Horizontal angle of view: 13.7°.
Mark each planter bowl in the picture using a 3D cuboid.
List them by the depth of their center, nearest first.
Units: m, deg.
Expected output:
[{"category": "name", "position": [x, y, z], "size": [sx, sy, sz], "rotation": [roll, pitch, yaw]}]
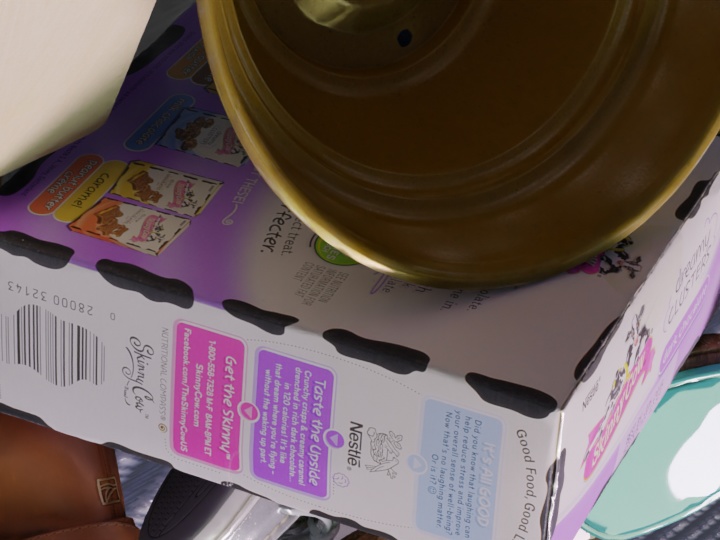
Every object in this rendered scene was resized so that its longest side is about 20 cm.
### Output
[{"category": "planter bowl", "position": [0.020, -0.099, 0.894], "size": [0.200, 0.201, 0.083], "rotation": [-19, -163, -27]}]

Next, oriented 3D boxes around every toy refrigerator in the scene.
[{"category": "toy refrigerator", "position": [-0.099, -0.097, 0.822], "size": [0.076, 0.070, 0.200], "rotation": [-27, 166, -25]}]

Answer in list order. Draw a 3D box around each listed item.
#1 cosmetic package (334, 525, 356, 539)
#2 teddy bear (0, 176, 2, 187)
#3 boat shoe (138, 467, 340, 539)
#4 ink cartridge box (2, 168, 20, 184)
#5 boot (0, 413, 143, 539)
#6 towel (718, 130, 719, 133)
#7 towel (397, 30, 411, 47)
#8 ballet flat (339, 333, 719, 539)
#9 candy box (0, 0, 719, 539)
[{"category": "cosmetic package", "position": [0.031, 0.053, 1.321], "size": [0.199, 0.167, 0.167], "rotation": [-25, 164, -3]}, {"category": "teddy bear", "position": [-0.193, 0.022, 0.973], "size": [0.200, 0.145, 0.067], "rotation": [-31, -152, 28]}, {"category": "boat shoe", "position": [0.000, 0.053, 1.048], "size": [0.074, 0.065, 0.202], "rotation": [-29, -170, 45]}, {"category": "ink cartridge box", "position": [-0.147, 0.012, 1.131], "size": [0.199, 0.041, 0.200], "rotation": [-16, 161, -34]}, {"category": "boot", "position": [-0.157, 0.110, 1.061], "size": [0.074, 0.155, 0.200], "rotation": [-6, 153, -49]}, {"category": "towel", "position": [0.128, -0.071, 1.021], "size": [0.018, 0.201, 0.086], "rotation": [-5, 154, -48]}, {"category": "towel", "position": [0.052, -0.099, 1.010], "size": [0.200, 0.112, 0.049], "rotation": [-41, -162, 40]}, {"category": "ballet flat", "position": [0.060, 0.072, 1.029], "size": [0.200, 0.072, 0.068], "rotation": [-38, 120, 11]}, {"category": "candy box", "position": [0.000, 0.000, 0.949], "size": [0.168, 0.199, 0.072], "rotation": [-49, 150, -50]}]
